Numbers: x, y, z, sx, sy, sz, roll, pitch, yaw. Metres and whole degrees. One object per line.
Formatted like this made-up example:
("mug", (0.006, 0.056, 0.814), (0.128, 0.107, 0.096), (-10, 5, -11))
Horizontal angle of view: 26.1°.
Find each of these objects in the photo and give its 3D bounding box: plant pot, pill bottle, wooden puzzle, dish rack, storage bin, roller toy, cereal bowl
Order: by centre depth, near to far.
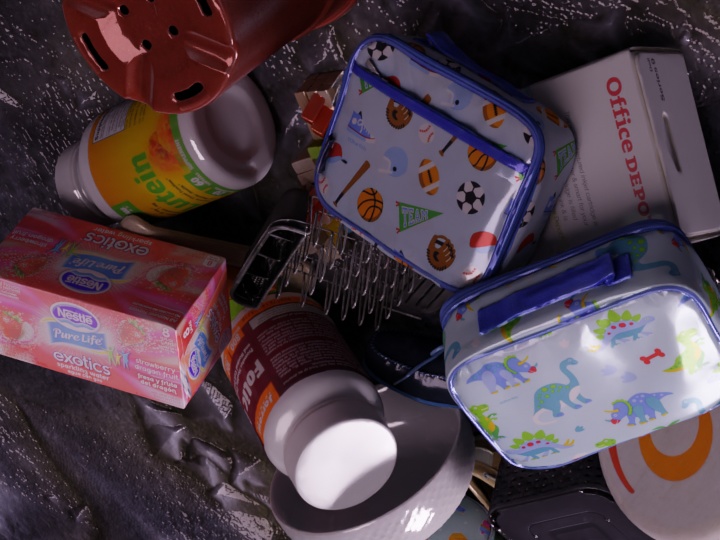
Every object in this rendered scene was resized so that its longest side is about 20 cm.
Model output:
("plant pot", (-0.116, -0.232, 1.188), (0.199, 0.196, 0.203), (15, 130, 19))
("roller toy", (0.291, 0.129, 1.220), (0.181, 0.139, 0.203), (-14, 72, 48))
("dish rack", (0.000, 0.000, 1.338), (0.198, 0.055, 0.154), (17, 151, -13))
("storage bin", (0.221, 0.215, 1.362), (0.134, 0.094, 0.200), (-21, 127, 40))
("pill bottle", (-0.180, -0.103, 1.383), (0.199, 0.111, 0.112), (-18, 113, 39))
("pill bottle", (-0.047, 0.116, 1.398), (0.200, 0.113, 0.115), (-126, 22, -53))
("cereal bowl", (0.020, 0.196, 1.427), (0.198, 0.201, 0.084), (-9, 126, 35))
("wooden puzzle", (-0.168, 0.026, 1.461), (0.198, 0.038, 0.185), (16, 143, -31))

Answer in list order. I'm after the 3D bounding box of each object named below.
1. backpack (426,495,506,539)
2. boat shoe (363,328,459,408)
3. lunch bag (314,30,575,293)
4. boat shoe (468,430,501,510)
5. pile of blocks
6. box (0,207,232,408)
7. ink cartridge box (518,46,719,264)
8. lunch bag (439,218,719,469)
("backpack", (0.068, 0.302, 1.497), (0.198, 0.176, 0.155), (26, 132, 17))
("boat shoe", (0.103, 0.080, 1.389), (0.197, 0.085, 0.069), (12, 131, 2))
("lunch bag", (0.057, -0.087, 1.165), (0.199, 0.075, 0.162), (34, 115, 30))
("boat shoe", (0.163, 0.243, 1.465), (0.200, 0.076, 0.072), (45, 132, -9))
("pile of blocks", (-0.022, -0.077, 1.343), (0.081, 0.062, 0.202), (17, 131, 19))
("box", (-0.222, 0.031, 1.354), (0.198, 0.103, 0.095), (15, 133, 18))
("ink cartridge box", (0.161, -0.071, 1.185), (0.199, 0.087, 0.147), (-18, 85, 40))
("lunch bag", (0.165, 0.053, 1.113), (0.198, 0.083, 0.161), (-24, 135, 20))
